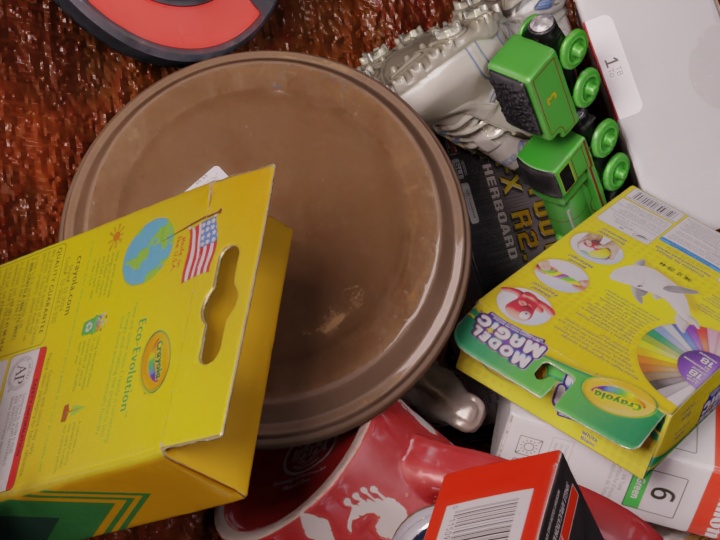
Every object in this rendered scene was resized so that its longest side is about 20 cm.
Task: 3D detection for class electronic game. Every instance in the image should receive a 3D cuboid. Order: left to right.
[{"bbox_3d":[-0.111,-0.202,1.103,0.199,0.041,0.201,19,63,-43],"label":"electronic game"}]

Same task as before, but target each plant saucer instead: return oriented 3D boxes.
[{"bbox_3d":[-0.046,-0.016,1.019,0.029,0.199,0.201,86,2,-72],"label":"plant saucer"}]

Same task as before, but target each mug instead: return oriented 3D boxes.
[{"bbox_3d":[0.048,0.138,1.072,0.200,0.177,0.134,44,14,-22],"label":"mug"}]

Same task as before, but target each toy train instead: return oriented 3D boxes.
[{"bbox_3d":[0.115,-0.059,1.178,0.056,0.042,0.200,-49,141,-20],"label":"toy train"}]

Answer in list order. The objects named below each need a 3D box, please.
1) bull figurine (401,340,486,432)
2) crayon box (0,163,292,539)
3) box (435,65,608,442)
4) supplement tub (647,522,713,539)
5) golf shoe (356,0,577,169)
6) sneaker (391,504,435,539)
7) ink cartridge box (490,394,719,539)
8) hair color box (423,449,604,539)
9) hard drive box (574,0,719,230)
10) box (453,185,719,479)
[{"bbox_3d":[0.000,0.000,1.105,0.065,0.121,0.201,-29,83,-9],"label":"bull figurine"},{"bbox_3d":[-0.100,0.043,0.910,0.051,0.199,0.128,32,55,-36],"label":"crayon box"},{"bbox_3d":[0.095,-0.014,1.256,0.158,0.048,0.201,-13,87,-48],"label":"box"},{"bbox_3d":[0.207,0.187,1.203,0.144,0.144,0.200,-21,70,-49],"label":"supplement tub"},{"bbox_3d":[0.065,-0.096,1.164,0.200,0.078,0.098,-32,105,-47],"label":"golf shoe"},{"bbox_3d":[0.051,0.213,0.977,0.109,0.070,0.201,-100,-175,-65],"label":"sneaker"},{"bbox_3d":[0.172,0.084,1.129,0.199,0.051,0.109,15,36,0],"label":"ink cartridge box"},{"bbox_3d":[0.090,0.188,0.923,0.201,0.061,0.102,64,27,-26],"label":"hair color box"},{"bbox_3d":[0.188,-0.100,1.291,0.200,0.076,0.157,-7,78,-84],"label":"hard drive box"},{"bbox_3d":[0.136,0.032,1.102,0.117,0.049,0.200,31,35,21],"label":"box"}]
